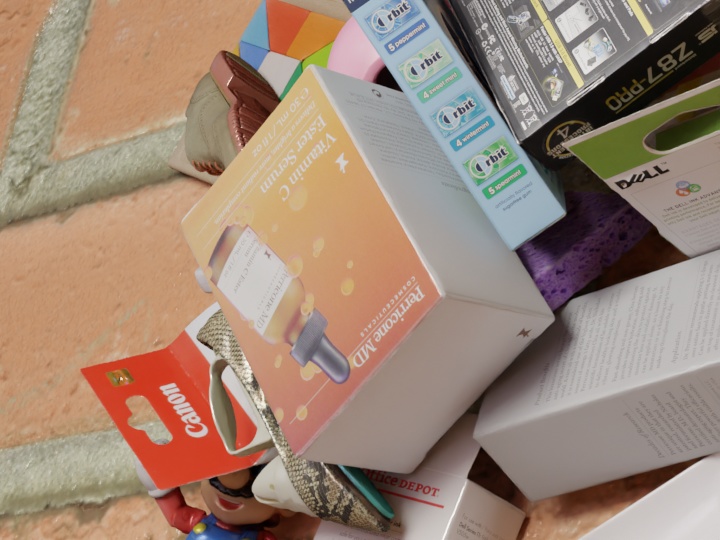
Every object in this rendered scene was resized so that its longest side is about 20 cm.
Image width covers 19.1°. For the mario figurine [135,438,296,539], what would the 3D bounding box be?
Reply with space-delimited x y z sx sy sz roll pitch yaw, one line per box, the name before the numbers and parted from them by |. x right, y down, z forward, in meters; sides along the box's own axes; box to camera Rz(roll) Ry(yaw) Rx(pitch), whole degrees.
mario figurine | -0.099 0.182 1.466 0.106 0.123 0.201 -11 59 63

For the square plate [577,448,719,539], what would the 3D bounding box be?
square plate | 0.169 0.228 1.231 0.200 0.028 0.199 -36 43 22

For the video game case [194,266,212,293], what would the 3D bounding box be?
video game case | 0.002 -0.045 1.528 0.199 0.023 0.182 -4 32 47

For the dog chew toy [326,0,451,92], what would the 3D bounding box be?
dog chew toy | 0.044 -0.148 1.525 0.124 0.125 0.200 -40 9 17

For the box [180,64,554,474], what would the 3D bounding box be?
box | 0.000 0.000 1.338 0.152 0.106 0.200 -49 51 25

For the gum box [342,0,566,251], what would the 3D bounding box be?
gum box | 0.056 -0.119 1.335 0.044 0.200 0.170 -34 6 10

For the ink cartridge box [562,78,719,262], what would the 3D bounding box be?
ink cartridge box | 0.232 -0.076 1.246 0.147 0.200 0.076 -21 50 34

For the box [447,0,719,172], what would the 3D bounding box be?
box | 0.133 -0.181 1.285 0.161 0.049 0.201 -38 49 17

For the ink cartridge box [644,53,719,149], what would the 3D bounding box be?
ink cartridge box | 0.243 -0.145 1.376 0.199 0.083 0.146 -20 50 36

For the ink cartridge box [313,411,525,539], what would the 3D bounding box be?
ink cartridge box | 0.028 0.188 1.371 0.117 0.067 0.201 9 71 48

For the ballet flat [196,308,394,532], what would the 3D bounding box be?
ballet flat | -0.050 0.104 1.377 0.075 0.068 0.200 -35 59 7

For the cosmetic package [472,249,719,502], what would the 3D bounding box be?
cosmetic package | 0.174 0.061 1.293 0.199 0.071 0.102 -20 34 35

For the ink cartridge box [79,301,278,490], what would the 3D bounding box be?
ink cartridge box | -0.073 0.070 1.476 0.163 0.199 0.057 47 137 50

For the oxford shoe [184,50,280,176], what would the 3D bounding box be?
oxford shoe | -0.094 -0.092 1.642 0.074 0.071 0.200 -48 27 17

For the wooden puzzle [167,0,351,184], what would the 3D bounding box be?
wooden puzzle | -0.066 -0.147 1.724 0.200 0.037 0.186 21 80 52

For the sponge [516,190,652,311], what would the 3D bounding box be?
sponge | 0.092 -0.016 1.424 0.111 0.030 0.200 -37 22 -24
